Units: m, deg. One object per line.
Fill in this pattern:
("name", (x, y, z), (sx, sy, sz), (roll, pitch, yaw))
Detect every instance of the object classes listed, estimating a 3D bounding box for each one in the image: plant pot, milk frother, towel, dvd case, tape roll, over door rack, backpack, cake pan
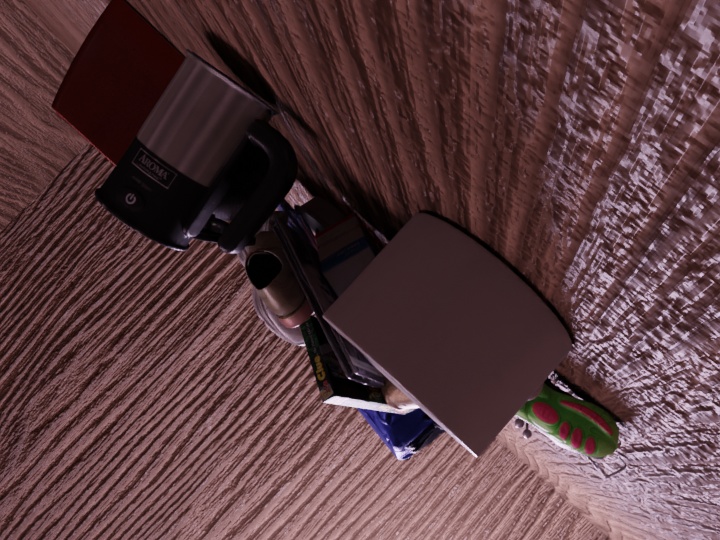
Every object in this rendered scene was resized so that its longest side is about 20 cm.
("plant pot", (-0.331, -0.244, 1.090), (0.200, 0.176, 0.200), (43, 175, -6))
("milk frother", (-0.168, -0.120, 0.851), (0.180, 0.188, 0.200), (35, -173, -10))
("towel", (-0.085, -0.061, 1.120), (0.145, 0.024, 0.200), (57, 174, -30))
("dvd case", (-0.035, 0.041, 0.858), (0.200, 0.016, 0.149), (62, -174, 19))
("tape roll", (0.082, 0.061, 0.713), (0.203, 0.139, 0.203), (43, 175, 5))
("over door rack", (0.250, 0.200, 0.980), (0.200, 0.067, 0.148), (39, 174, 32))
("backpack", (0.090, 0.157, 1.094), (0.163, 0.200, 0.168), (50, 169, 23))
("cake pan", (-0.019, -0.044, 1.146), (0.200, 0.037, 0.200), (42, 174, 5))

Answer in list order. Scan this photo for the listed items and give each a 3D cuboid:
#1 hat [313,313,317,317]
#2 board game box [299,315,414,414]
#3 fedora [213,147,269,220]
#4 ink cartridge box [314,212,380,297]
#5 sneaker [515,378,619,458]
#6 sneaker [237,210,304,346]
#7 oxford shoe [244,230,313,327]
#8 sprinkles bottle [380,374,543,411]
("hat", (-0.098, 0.027, 1.133), (0.201, 0.081, 0.201), (53, 168, 16))
("board game box", (0.000, 0.123, 0.925), (0.200, 0.023, 0.105), (25, -143, -56))
("fedora", (-0.170, -0.132, 1.030), (0.092, 0.201, 0.201), (12, 177, -5))
("ink cartridge box", (0.000, 0.000, 0.960), (0.116, 0.067, 0.200), (58, -175, -20))
("sneaker", (0.214, 0.160, 0.879), (0.200, 0.077, 0.084), (40, 170, 35))
("sneaker", (-0.103, 0.005, 1.023), (0.078, 0.099, 0.200), (-8, -110, -62))
("oxford shoe", (-0.109, -0.010, 0.914), (0.074, 0.071, 0.200), (47, -178, -33))
("sprinkles bottle", (0.115, 0.125, 0.867), (0.200, 0.068, 0.068), (-16, 128, 44))
